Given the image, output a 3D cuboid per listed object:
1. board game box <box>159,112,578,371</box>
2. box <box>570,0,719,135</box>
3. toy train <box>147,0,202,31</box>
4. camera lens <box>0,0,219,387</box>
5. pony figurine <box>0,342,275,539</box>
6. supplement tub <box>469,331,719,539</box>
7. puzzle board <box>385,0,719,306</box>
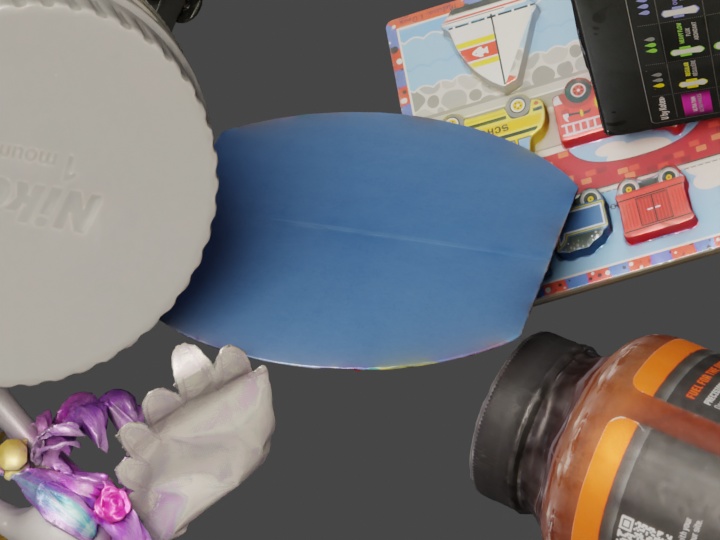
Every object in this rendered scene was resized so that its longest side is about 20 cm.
[{"bbox_3d":[0.000,0.000,1.117,0.157,0.039,0.200,8,33,12],"label":"board game box"},{"bbox_3d":[0.179,-0.160,1.110,0.199,0.124,0.149,-9,62,9],"label":"box"},{"bbox_3d":[-0.126,-0.061,1.241,0.046,0.034,0.201,15,75,36],"label":"toy train"},{"bbox_3d":[-0.151,-0.059,1.048,0.160,0.160,0.200,-43,29,-1],"label":"camera lens"},{"bbox_3d":[-0.109,0.103,1.084,0.200,0.193,0.167,36,74,29],"label":"pony figurine"},{"bbox_3d":[0.143,0.090,1.049,0.200,0.107,0.107,23,78,25],"label":"supplement tub"},{"bbox_3d":[0.116,-0.071,1.172,0.199,0.017,0.151,-16,65,12],"label":"puzzle board"}]
